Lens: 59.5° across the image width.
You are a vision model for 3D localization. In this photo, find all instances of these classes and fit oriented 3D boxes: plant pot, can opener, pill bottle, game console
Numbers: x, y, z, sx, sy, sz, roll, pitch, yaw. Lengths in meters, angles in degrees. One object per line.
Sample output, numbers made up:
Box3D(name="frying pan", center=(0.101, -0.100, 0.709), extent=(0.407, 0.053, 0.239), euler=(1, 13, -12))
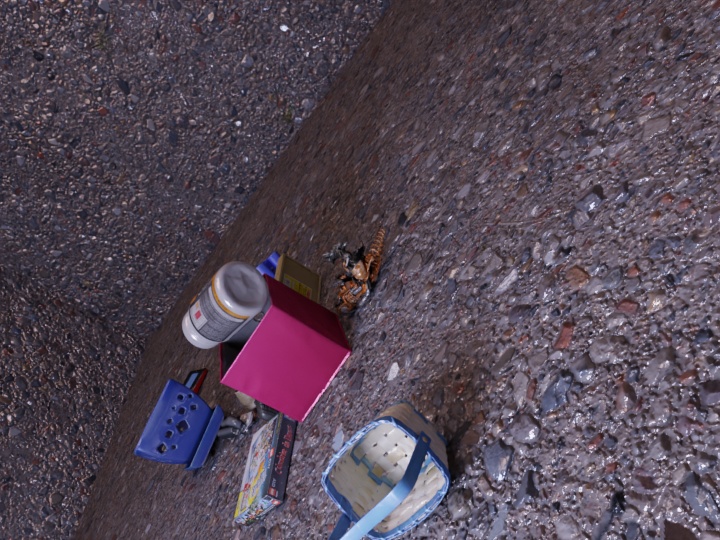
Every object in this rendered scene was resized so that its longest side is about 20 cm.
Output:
Box3D(name="plant pot", center=(-0.481, 0.428, 1.691), extent=(0.200, 0.178, 0.202), euler=(-41, 25, 62))
Box3D(name="can opener", center=(-0.320, 0.385, 1.584), extent=(0.200, 0.066, 0.053), euler=(-36, 29, 56))
Box3D(name="pill bottle", center=(-0.279, 0.076, 1.274), extent=(0.200, 0.116, 0.117), euler=(-38, 29, 41))
Box3D(name="game console", center=(-0.614, 0.431, 2.227), extent=(0.199, 0.031, 0.178), euler=(-20, 44, 58))

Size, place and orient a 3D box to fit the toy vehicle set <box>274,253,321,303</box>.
Box3D(name="toy vehicle set", center=(-0.159, 0.053, 1.571), extent=(0.027, 0.124, 0.201), euler=(-45, 24, 29))

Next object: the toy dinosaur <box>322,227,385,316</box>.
Box3D(name="toy dinosaur", center=(0.000, 0.000, 1.366), extent=(0.200, 0.102, 0.136), euler=(-43, 46, 3))

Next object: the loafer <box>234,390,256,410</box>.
Box3D(name="loafer", center=(-0.246, 0.249, 1.580), extent=(0.201, 0.067, 0.076), euler=(-62, 21, -15))

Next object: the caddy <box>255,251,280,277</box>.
Box3D(name="caddy", center=(-0.287, 0.033, 1.924), extent=(0.200, 0.105, 0.141), euler=(-35, 9, 48))

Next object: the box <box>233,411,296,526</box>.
Box3D(name="box", center=(-0.194, 0.404, 1.300), extent=(0.137, 0.037, 0.201), euler=(-44, 26, 35))

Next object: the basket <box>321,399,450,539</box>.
Box3D(name="basket", center=(0.031, 0.269, 0.804), extent=(0.177, 0.139, 0.200), euler=(-48, -7, 26))

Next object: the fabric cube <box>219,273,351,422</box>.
Box3D(name="fabric cube", center=(-0.166, 0.159, 1.343), extent=(0.197, 0.198, 0.200), euler=(-56, 21, 9))

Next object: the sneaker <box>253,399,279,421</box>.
Box3D(name="sneaker", center=(-0.211, 0.295, 1.458), extent=(0.091, 0.075, 0.200), euler=(-59, 11, 17))
